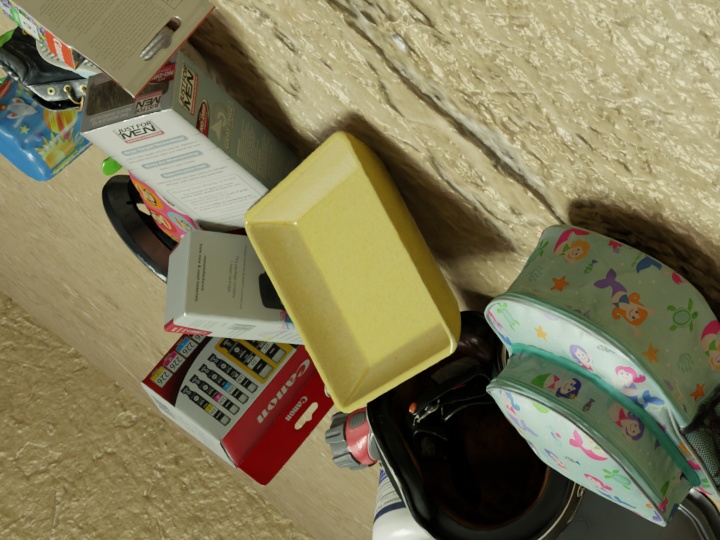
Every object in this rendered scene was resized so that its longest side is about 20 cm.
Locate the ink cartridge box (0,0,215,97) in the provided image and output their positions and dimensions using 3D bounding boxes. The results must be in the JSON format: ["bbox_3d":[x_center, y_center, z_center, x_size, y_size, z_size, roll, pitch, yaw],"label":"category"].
[{"bbox_3d":[-0.226,-0.230,1.248,0.199,0.109,0.050,38,164,6],"label":"ink cartridge box"}]

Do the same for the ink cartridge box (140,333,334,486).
[{"bbox_3d":[-0.120,0.116,1.770,0.175,0.201,0.084,32,162,25],"label":"ink cartridge box"}]

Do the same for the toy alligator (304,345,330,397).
[{"bbox_3d":[-0.033,0.066,1.687,0.053,0.060,0.201,-9,134,9],"label":"toy alligator"}]

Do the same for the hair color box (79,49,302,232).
[{"bbox_3d":[-0.143,-0.107,1.336,0.098,0.061,0.200,-11,151,27],"label":"hair color box"}]

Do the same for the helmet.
[{"bbox_3d":[0.112,0.154,1.359,0.191,0.200,0.199,53,160,-27],"label":"helmet"}]

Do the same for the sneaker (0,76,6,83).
[{"bbox_3d":[-0.413,-0.198,1.844,0.084,0.074,0.199,43,155,-21],"label":"sneaker"}]

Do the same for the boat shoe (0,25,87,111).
[{"bbox_3d":[-0.264,-0.181,1.497,0.199,0.091,0.071,37,166,14],"label":"boat shoe"}]

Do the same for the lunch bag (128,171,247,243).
[{"bbox_3d":[-0.141,-0.063,1.573,0.175,0.082,0.200,29,164,23],"label":"lunch bag"}]

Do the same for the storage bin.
[{"bbox_3d":[0.235,0.261,1.472,0.199,0.135,0.146,26,159,42],"label":"storage bin"}]

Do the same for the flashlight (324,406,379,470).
[{"bbox_3d":[0.055,0.163,1.615,0.198,0.067,0.069,-18,91,36],"label":"flashlight"}]

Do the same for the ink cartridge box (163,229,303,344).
[{"bbox_3d":[-0.081,0.022,1.474,0.197,0.084,0.146,6,170,-14],"label":"ink cartridge box"}]

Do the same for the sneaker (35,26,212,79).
[{"bbox_3d":[-0.201,-0.195,1.399,0.198,0.075,0.082,25,-171,30],"label":"sneaker"}]

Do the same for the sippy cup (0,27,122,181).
[{"bbox_3d":[-0.324,-0.169,1.598,0.177,0.131,0.140,21,156,48],"label":"sippy cup"}]

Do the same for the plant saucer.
[{"bbox_3d":[0.000,0.000,1.301,0.200,0.048,0.202,-35,82,54],"label":"plant saucer"}]

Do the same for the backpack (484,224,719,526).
[{"bbox_3d":[0.179,0.068,1.079,0.177,0.151,0.201,24,153,46],"label":"backpack"}]

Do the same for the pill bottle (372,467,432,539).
[{"bbox_3d":[0.073,0.233,1.485,0.118,0.202,0.120,5,145,4],"label":"pill bottle"}]

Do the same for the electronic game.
[{"bbox_3d":[-0.210,-0.033,1.722,0.200,0.042,0.200,41,-163,-15],"label":"electronic game"}]
